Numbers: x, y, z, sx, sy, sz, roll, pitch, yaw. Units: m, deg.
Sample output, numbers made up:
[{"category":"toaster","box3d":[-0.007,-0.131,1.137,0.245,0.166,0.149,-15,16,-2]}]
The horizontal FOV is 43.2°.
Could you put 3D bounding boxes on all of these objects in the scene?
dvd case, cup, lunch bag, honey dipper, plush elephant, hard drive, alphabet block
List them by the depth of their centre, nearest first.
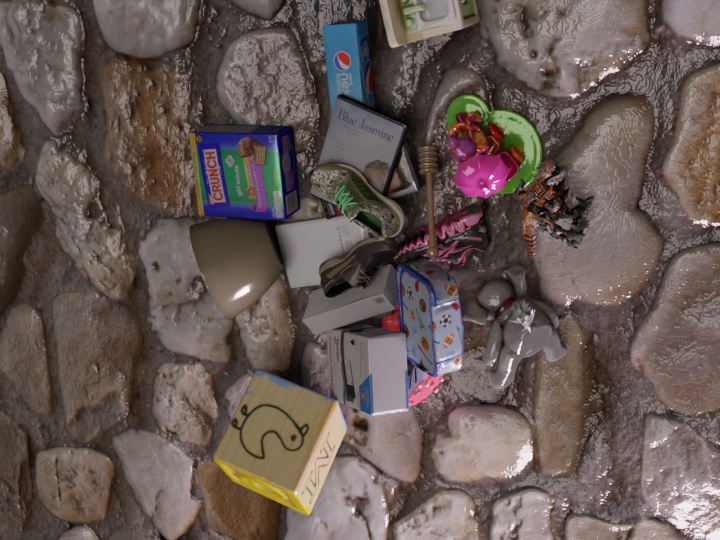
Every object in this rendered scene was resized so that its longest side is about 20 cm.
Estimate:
[{"category":"honey dipper","box3d":[0.125,-0.122,1.639,0.037,0.038,0.204,-4,81,24]},{"category":"plush elephant","box3d":[0.266,0.086,1.647,0.163,0.155,0.201,-28,138,-9]},{"category":"dvd case","box3d":[-0.004,-0.201,1.652,0.141,0.018,0.202,25,118,12]},{"category":"lunch bag","box3d":[0.120,0.089,1.658,0.160,0.075,0.203,35,133,56]},{"category":"hard drive","box3d":[-0.064,-0.040,1.802,0.197,0.027,0.134,-7,106,24]},{"category":"cup","box3d":[-0.234,-0.022,1.805,0.141,0.200,0.203,-22,100,2]},{"category":"alphabet block","box3d":[-0.157,0.349,1.842,0.193,0.202,0.197,18,157,16]}]

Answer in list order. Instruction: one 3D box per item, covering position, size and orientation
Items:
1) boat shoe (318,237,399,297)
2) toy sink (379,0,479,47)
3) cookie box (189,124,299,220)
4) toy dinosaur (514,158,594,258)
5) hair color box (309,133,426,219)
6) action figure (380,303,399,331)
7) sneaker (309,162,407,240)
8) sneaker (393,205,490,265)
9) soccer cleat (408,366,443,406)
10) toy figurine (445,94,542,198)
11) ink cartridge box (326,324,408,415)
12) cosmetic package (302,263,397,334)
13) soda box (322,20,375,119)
[{"category":"boat shoe","box3d":[0.000,0.000,1.713,0.199,0.074,0.074,-28,56,43]},{"category":"toy sink","box3d":[0.115,-0.450,1.479,0.110,0.200,0.132,-8,105,25]},{"category":"cookie box","box3d":[-0.228,-0.194,1.789,0.197,0.075,0.174,4,111,23]},{"category":"toy dinosaur","box3d":[0.327,-0.104,1.572,0.134,0.103,0.201,18,157,7]},{"category":"hair color box","box3d":[0.014,-0.175,1.701,0.197,0.061,0.100,-16,102,26]},{"category":"action figure","box3d":[0.063,0.157,1.807,0.064,0.052,0.203,12,109,13]},{"category":"sneaker","box3d":[-0.011,-0.122,1.625,0.198,0.089,0.077,33,120,6]},{"category":"sneaker","box3d":[0.153,-0.042,1.689,0.198,0.079,0.096,-22,110,29]},{"category":"soccer cleat","box3d":[0.132,0.185,1.788,0.077,0.066,0.201,54,130,32]},{"category":"toy figurine","box3d":[0.201,-0.201,1.541,0.200,0.184,0.150,48,119,1]},{"category":"ink cartridge box","box3d":[0.010,0.186,1.744,0.199,0.083,0.147,-176,83,-65]},{"category":"cosmetic package","box3d":[-0.016,0.058,1.771,0.198,0.083,0.051,-19,128,33]},{"category":"soda box","box3d":[-0.018,-0.346,1.651,0.067,0.064,0.203,2,109,22]}]
